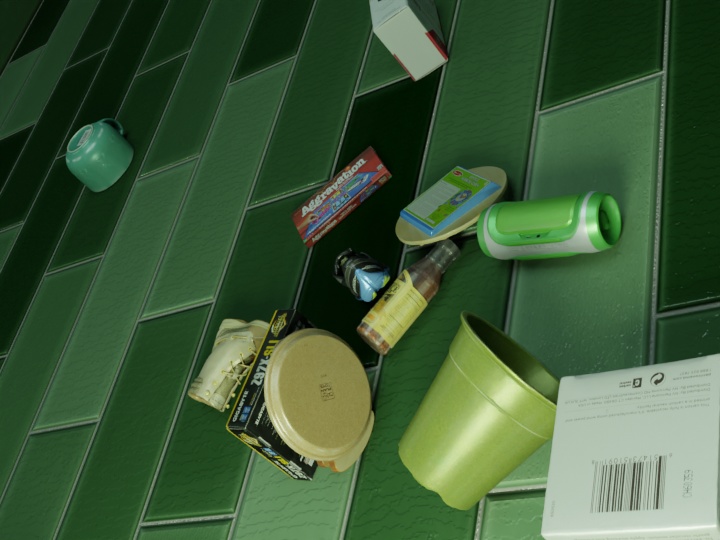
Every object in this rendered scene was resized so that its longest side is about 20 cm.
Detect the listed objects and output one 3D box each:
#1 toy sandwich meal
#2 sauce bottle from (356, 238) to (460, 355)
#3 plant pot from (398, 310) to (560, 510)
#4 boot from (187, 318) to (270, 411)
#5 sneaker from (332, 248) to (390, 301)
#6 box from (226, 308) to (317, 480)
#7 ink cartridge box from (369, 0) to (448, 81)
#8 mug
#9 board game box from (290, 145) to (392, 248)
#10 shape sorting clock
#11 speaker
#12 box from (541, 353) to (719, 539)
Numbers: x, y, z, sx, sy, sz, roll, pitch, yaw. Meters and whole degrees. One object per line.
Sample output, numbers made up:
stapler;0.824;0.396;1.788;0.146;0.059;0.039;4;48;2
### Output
toy sandwich meal;-0.063;0.183;1.475;0.070;0.204;0.208;-24;39;49
sauce bottle;0.077;0.035;1.584;0.201;0.066;0.066;-50;37;-11
plant pot;0.147;0.189;1.293;0.191;0.199;0.200;-52;36;10
boot;-0.201;0.161;1.725;0.198;0.073;0.157;3;57;47
sneaker;0.000;0.000;1.619;0.071;0.083;0.200;-46;1;-1
box;-0.099;0.183;1.535;0.049;0.160;0.202;-4;54;41
ink cartridge box;0.088;-0.487;1.990;0.082;0.146;0.202;-30;39;22
mug;-0.655;-0.297;2.556;0.152;0.114;0.186;-41;37;6
board game box;-0.037;-0.136;1.890;0.199;0.019;0.103;-41;36;7
shape sorting clock;0.145;-0.103;1.641;0.198;0.039;0.201;-30;25;15
speaker;0.266;-0.062;1.474;0.198;0.088;0.089;-4;52;42
box;0.320;0.218;1.121;0.197;0.131;0.202;-13;47;36
